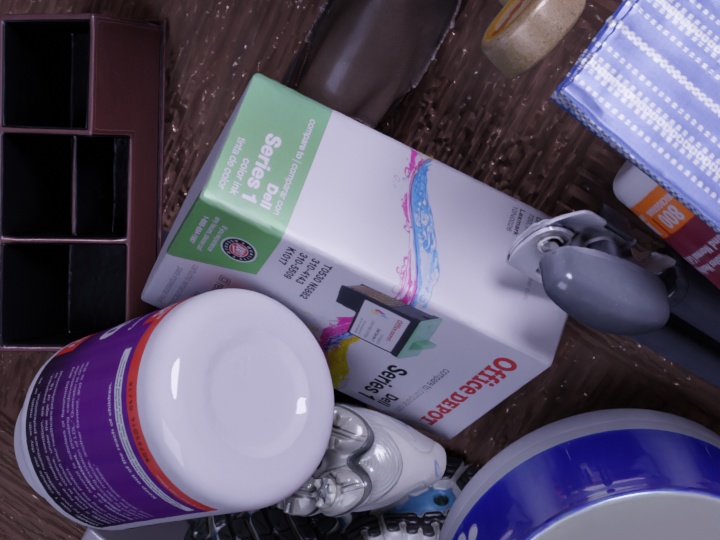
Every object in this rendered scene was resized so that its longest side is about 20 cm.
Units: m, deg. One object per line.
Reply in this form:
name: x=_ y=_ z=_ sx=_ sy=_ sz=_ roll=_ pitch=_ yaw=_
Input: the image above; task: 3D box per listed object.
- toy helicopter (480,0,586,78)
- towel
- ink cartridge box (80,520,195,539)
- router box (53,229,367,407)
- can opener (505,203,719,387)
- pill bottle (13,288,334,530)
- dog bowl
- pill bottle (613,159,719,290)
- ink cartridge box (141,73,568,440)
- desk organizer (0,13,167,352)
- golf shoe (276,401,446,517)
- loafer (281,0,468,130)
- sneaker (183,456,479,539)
toy helicopter: x=0.102 y=-0.153 z=0.666 sx=0.079 sy=0.200 sz=0.132 roll=43 pitch=132 yaw=-16
towel: x=0.196 y=-0.108 z=0.673 sx=0.145 sy=0.200 sz=0.024 roll=39 pitch=169 yaw=0
ink cartridge box: x=-0.149 y=0.261 z=1.077 sx=0.145 sy=0.084 sz=0.200 roll=34 pitch=125 yaw=6
router box: x=-0.103 y=0.079 z=0.978 sx=0.200 sy=0.052 sz=0.158 roll=32 pitch=124 yaw=8
can opener: x=0.152 y=0.027 z=0.755 sx=0.200 sy=0.067 sz=0.053 roll=28 pitch=133 yaw=-36
pill bottle: x=-0.111 y=0.081 z=0.813 sx=0.200 sy=0.112 sz=0.113 roll=-18 pitch=107 yaw=50
dog bowl: x=0.145 y=0.182 z=0.841 sx=0.199 sy=0.079 sz=0.201 roll=-3 pitch=118 yaw=-6
pill bottle: x=0.232 y=-0.016 z=0.726 sx=0.200 sy=0.114 sz=0.114 roll=41 pitch=126 yaw=2
ink cartridge box: x=0.000 y=0.000 z=0.807 sx=0.199 sy=0.084 sz=0.145 roll=25 pitch=151 yaw=-9
desk organizer: x=-0.166 y=-0.050 z=0.884 sx=0.071 sy=0.077 sz=0.201 roll=4 pitch=95 yaw=22
golf shoe: x=-0.036 y=0.106 z=0.884 sx=0.200 sy=0.097 sz=0.079 roll=10 pitch=92 yaw=49
loafer: x=0.005 y=-0.108 z=0.782 sx=0.073 sy=0.071 sz=0.200 roll=19 pitch=147 yaw=-8
sneaker: x=-0.013 y=0.181 z=0.934 sx=0.199 sy=0.079 sz=0.090 roll=-6 pitch=134 yaw=-10
